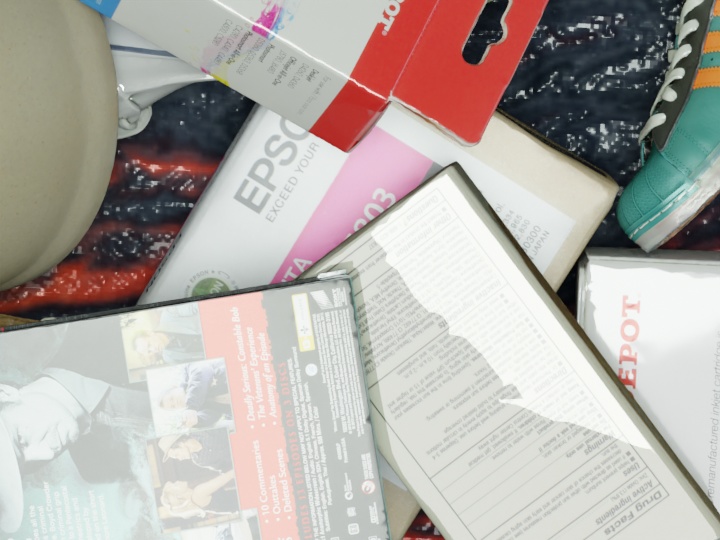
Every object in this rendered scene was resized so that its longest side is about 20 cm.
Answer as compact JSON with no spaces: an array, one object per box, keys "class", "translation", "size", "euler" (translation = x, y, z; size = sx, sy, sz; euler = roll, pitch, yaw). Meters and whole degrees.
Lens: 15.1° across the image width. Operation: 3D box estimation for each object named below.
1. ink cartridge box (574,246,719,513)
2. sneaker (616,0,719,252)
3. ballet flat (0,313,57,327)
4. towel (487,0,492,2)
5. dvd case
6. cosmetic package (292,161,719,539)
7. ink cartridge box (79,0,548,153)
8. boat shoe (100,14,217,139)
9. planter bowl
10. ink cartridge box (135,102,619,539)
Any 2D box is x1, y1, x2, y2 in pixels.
[{"class":"ink cartridge box","translation":[0.197,0.066,1.266],"size":[0.199,0.086,0.147],"euler":[3,96,3]},{"class":"sneaker","translation":[0.167,-0.101,1.249],"size":[0.080,0.071,0.200],"euler":[37,76,3]},{"class":"ballet flat","translation":[-0.148,0.042,1.198],"size":[0.199,0.072,0.068],"euler":[5,119,-13]},{"class":"towel","translation":[0.065,-0.209,1.215],"size":[0.148,0.037,0.200],"euler":[-30,133,2]},{"class":"dvd case","translation":[-0.091,0.087,1.144],"size":[0.199,0.022,0.146],"euler":[-10,91,-6]},{"class":"cosmetic package","translation":[0.061,0.061,1.195],"size":[0.105,0.071,0.200],"euler":[-35,91,6]},{"class":"ink cartridge box","translation":[-0.024,-0.134,1.171],"size":[0.200,0.067,0.116],"euler":[30,65,-7]},{"class":"boat shoe","translation":[-0.121,-0.090,1.252],"size":[0.199,0.074,0.066],"euler":[3,101,26]},{"class":"planter bowl","translation":[-0.225,-0.070,1.192],"size":[0.200,0.135,0.201],"euler":[11,111,31]},{"class":"ink cartridge box","translation":[0.000,0.000,1.269],"size":[0.164,0.075,0.200],"euler":[31,96,-3]}]
